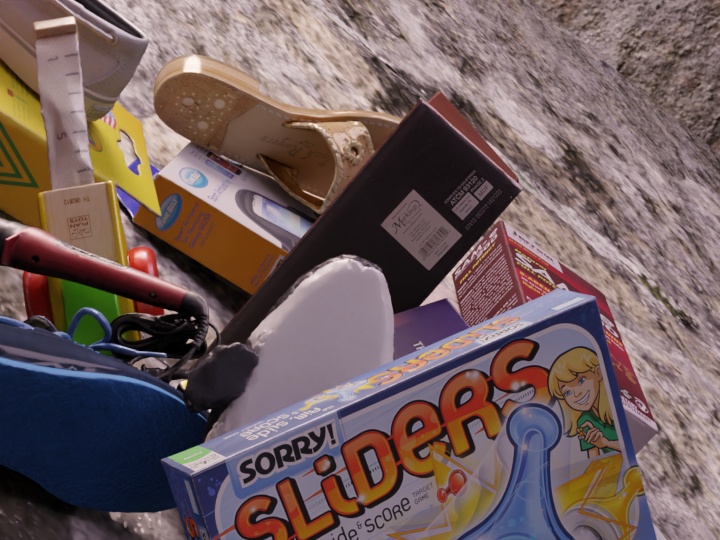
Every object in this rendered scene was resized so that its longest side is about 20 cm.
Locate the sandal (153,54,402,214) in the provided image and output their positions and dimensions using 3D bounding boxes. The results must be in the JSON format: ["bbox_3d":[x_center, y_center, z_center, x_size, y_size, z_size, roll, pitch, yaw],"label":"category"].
[{"bbox_3d":[-0.033,-0.065,1.253,0.211,0.078,0.070,20,39,-19],"label":"sandal"}]

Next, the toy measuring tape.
[{"bbox_3d":[-0.137,-0.023,0.990,0.073,0.073,0.201,15,60,-56],"label":"toy measuring tape"}]

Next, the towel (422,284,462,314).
[{"bbox_3d":[0.073,0.070,1.368,0.200,0.032,0.191,32,20,-29],"label":"towel"}]

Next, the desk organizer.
[{"bbox_3d":[0.000,0.000,1.085,0.072,0.200,0.077,41,15,0],"label":"desk organizer"}]

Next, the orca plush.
[{"bbox_3d":[-0.032,0.095,0.881,0.105,0.201,0.071,4,-8,-12],"label":"orca plush"}]

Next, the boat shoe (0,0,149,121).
[{"bbox_3d":[-0.201,-0.171,1.103,0.200,0.069,0.072,45,17,9],"label":"boat shoe"}]

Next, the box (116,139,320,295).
[{"bbox_3d":[-0.057,-0.020,1.239,0.200,0.042,0.119,33,17,-3],"label":"box"}]

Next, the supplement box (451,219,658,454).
[{"bbox_3d":[0.130,0.054,1.373,0.109,0.061,0.200,34,18,-19],"label":"supplement box"}]

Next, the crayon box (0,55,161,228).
[{"bbox_3d":[-0.207,-0.092,1.102,0.200,0.051,0.127,33,18,-25],"label":"crayon box"}]

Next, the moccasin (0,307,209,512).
[{"bbox_3d":[-0.141,0.046,0.865,0.200,0.081,0.068,29,17,-40],"label":"moccasin"}]

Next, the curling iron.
[{"bbox_3d":[-0.159,-0.001,0.932,0.199,0.050,0.026,25,-13,5],"label":"curling iron"}]

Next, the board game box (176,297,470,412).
[{"bbox_3d":[0.024,0.118,0.962,0.165,0.057,0.200,-18,54,-30],"label":"board game box"}]

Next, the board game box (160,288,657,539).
[{"bbox_3d":[0.028,0.106,0.843,0.034,0.199,0.136,12,-58,62],"label":"board game box"}]

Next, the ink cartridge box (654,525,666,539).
[{"bbox_3d":[0.142,0.184,1.068,0.200,0.050,0.109,50,26,-45],"label":"ink cartridge box"}]
